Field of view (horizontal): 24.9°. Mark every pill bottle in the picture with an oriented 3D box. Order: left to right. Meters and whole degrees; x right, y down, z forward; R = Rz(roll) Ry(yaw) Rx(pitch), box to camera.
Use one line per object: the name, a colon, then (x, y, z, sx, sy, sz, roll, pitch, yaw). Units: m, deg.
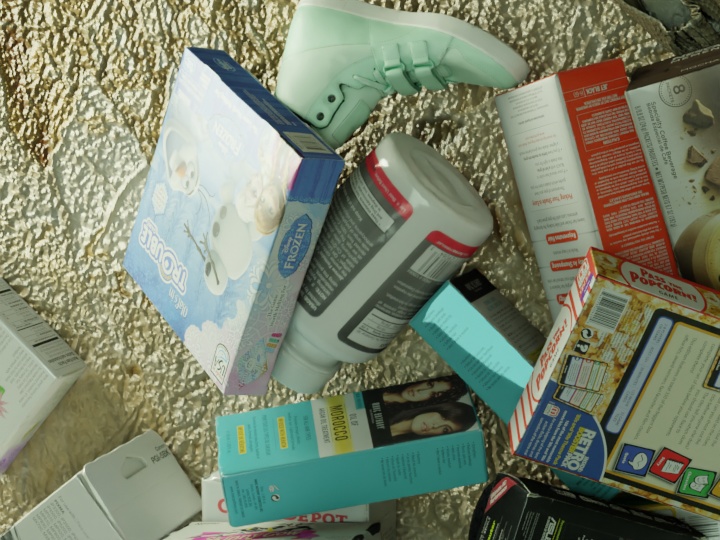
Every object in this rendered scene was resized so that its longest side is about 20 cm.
pill bottle: (0.000, 0.000, 1.259, 0.111, 0.111, 0.200, 46, 110, 8)

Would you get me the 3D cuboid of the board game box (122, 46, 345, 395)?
board game box: (-0.105, -0.041, 1.259, 0.200, 0.043, 0.200, 44, 123, 46)

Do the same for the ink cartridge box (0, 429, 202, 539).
ink cartridge box: (-0.245, 0.235, 1.358, 0.200, 0.147, 0.083, -38, 85, 20)

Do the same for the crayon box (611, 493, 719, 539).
crayon box: (0.198, 0.239, 1.254, 0.198, 0.052, 0.127, -9, 94, 19)

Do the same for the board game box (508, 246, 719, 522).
board game box: (0.223, 0.088, 1.133, 0.198, 0.046, 0.152, 19, 115, -8)

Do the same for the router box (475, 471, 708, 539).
router box: (0.143, 0.258, 1.163, 0.149, 0.062, 0.202, 17, 93, -18)

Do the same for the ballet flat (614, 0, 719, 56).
ballet flat: (0.190, -0.227, 1.197, 0.200, 0.046, 0.067, 46, 108, 8)

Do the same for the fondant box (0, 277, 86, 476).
fondant box: (-0.358, 0.070, 1.424, 0.200, 0.058, 0.144, 44, 109, 10)

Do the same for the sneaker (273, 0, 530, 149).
sneaker: (0.026, -0.135, 1.238, 0.199, 0.074, 0.119, 15, 80, 26)

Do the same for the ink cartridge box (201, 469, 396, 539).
ink cartridge box: (-0.048, 0.263, 1.325, 0.146, 0.086, 0.202, 4, 96, 19)

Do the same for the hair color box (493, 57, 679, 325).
hair color box: (0.169, -0.045, 1.196, 0.061, 0.101, 0.202, -15, 93, -22)

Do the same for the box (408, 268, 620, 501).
box: (0.131, 0.089, 1.241, 0.200, 0.082, 0.049, 46, 108, 9)

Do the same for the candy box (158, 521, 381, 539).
candy box: (-0.090, 0.238, 1.185, 0.166, 0.200, 0.072, -4, 94, 19)

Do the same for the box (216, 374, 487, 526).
box: (-0.008, 0.137, 1.249, 0.198, 0.082, 0.050, -10, 119, -3)

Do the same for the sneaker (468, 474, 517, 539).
sneaker: (0.129, 0.250, 1.228, 0.082, 0.072, 0.202, -2, 99, -14)

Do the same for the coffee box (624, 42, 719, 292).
coffee box: (0.272, -0.058, 1.157, 0.112, 0.080, 0.202, -14, 103, 20)
